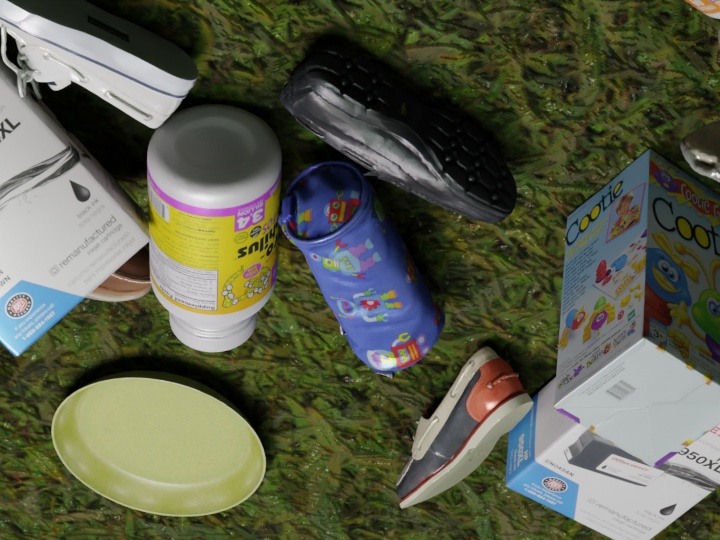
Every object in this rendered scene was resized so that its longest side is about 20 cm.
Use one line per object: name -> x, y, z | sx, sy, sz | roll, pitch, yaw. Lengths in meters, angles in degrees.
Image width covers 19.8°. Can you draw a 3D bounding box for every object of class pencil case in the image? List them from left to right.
pencil case -> 0.000, 0.000, 1.643 | 0.087, 0.078, 0.200 | -14, 139, 14

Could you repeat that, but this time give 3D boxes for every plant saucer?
plant saucer -> -0.183, 0.153, 1.892 | 0.199, 0.031, 0.200 | 5, 137, 5

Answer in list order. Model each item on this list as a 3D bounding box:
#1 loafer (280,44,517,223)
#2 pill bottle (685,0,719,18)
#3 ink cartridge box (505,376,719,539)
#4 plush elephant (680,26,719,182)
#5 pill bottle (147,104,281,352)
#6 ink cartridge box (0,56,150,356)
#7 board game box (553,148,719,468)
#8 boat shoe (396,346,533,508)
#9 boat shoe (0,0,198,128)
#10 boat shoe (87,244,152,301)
loafer -> 0.030, -0.097, 1.564 | 0.200, 0.068, 0.070 | 33, 143, -17
pill bottle -> 0.186, -0.257, 1.328 | 0.200, 0.112, 0.112 | 30, 134, -19
ink cartridge box -> 0.238, 0.133, 1.747 | 0.144, 0.084, 0.200 | 27, 134, -17
plush elephant -> 0.315, -0.104, 1.430 | 0.164, 0.155, 0.200 | 18, 136, -7
pill bottle -> -0.116, -0.028, 1.635 | 0.104, 0.105, 0.200 | 8, 137, 3
ink cartridge box -> -0.281, -0.059, 1.583 | 0.146, 0.084, 0.200 | -41, 110, 4
board game box -> 0.221, 0.027, 1.553 | 0.103, 0.200, 0.105 | 31, 133, -20
boat shoe -> 0.081, 0.142, 1.807 | 0.063, 0.071, 0.200 | 54, 139, 16
boat shoe -> -0.227, -0.161, 1.536 | 0.201, 0.075, 0.086 | 24, 118, -23
boat shoe -> -0.246, -0.041, 1.671 | 0.200, 0.076, 0.072 | 27, 132, -19
